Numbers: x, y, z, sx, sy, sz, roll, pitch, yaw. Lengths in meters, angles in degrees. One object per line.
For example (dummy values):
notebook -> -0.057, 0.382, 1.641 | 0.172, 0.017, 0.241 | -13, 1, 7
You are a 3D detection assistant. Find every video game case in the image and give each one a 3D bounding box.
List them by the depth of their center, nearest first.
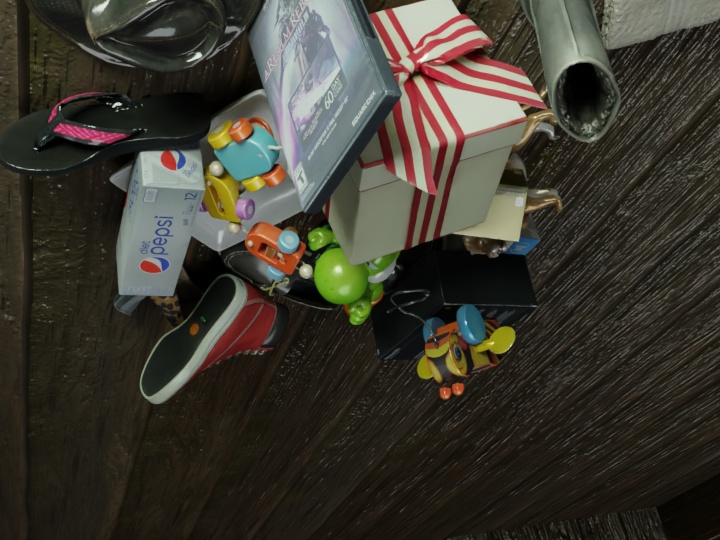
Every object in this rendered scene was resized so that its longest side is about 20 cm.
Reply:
video game case -> -0.038, -0.170, 0.657 | 0.019, 0.202, 0.143 | -1, 149, -34

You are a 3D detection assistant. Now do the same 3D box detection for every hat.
hat -> -0.170, -0.209, 0.655 | 0.198, 0.082, 0.201 | -10, 151, -6

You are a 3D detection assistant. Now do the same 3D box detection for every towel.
towel -> 0.297, -0.297, 0.760 | 0.131, 0.035, 0.201 | -14, 151, 2

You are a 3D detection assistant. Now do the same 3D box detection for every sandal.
sandal -> -0.239, -0.140, 0.755 | 0.197, 0.076, 0.045 | -15, 153, -15

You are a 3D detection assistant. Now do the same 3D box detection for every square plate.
square plate -> -0.138, -0.107, 0.894 | 0.198, 0.029, 0.198 | -25, 149, 17

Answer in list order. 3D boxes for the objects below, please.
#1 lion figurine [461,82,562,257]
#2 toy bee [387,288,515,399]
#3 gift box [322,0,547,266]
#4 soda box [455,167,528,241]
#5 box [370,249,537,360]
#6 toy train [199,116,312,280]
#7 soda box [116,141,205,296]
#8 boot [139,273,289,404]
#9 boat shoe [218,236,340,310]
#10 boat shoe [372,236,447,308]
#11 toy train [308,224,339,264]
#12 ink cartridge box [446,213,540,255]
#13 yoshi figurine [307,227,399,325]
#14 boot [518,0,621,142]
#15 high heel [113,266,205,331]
lion figurine -> 0.171, -0.114, 0.948 | 0.121, 0.073, 0.203 | -6, 115, 9
toy bee -> 0.106, 0.100, 0.951 | 0.198, 0.110, 0.131 | 6, 154, -31
gift box -> 0.049, -0.128, 0.756 | 0.183, 0.201, 0.188 | -23, 153, -17
soda box -> 0.080, -0.084, 0.894 | 0.197, 0.068, 0.065 | 7, 114, 3
box -> 0.116, 0.051, 1.073 | 0.139, 0.080, 0.200 | 0, 155, -26
toy train -> -0.095, -0.080, 0.832 | 0.149, 0.056, 0.201 | 27, 144, 2
soda box -> -0.215, -0.053, 0.854 | 0.063, 0.069, 0.201 | 1, 147, -23
boot -> -0.185, 0.110, 1.069 | 0.200, 0.073, 0.144 | -47, 143, 6
boat shoe -> -0.099, 0.004, 1.063 | 0.200, 0.061, 0.071 | 18, 137, -43
boat shoe -> 0.045, -0.003, 1.100 | 0.060, 0.076, 0.200 | 0, 147, -33
toy train -> 0.000, -0.068, 1.009 | 0.056, 0.042, 0.200 | -4, 150, -38
ink cartridge box -> 0.140, -0.018, 1.122 | 0.114, 0.067, 0.200 | 6, 145, -29
yoshi figurine -> -0.015, 0.003, 0.925 | 0.111, 0.114, 0.200 | 15, 168, -1
boot -> 0.185, -0.199, 0.705 | 0.072, 0.202, 0.181 | -25, 148, 20
high heel -> -0.208, 0.039, 1.059 | 0.198, 0.072, 0.142 | 18, 144, -30
